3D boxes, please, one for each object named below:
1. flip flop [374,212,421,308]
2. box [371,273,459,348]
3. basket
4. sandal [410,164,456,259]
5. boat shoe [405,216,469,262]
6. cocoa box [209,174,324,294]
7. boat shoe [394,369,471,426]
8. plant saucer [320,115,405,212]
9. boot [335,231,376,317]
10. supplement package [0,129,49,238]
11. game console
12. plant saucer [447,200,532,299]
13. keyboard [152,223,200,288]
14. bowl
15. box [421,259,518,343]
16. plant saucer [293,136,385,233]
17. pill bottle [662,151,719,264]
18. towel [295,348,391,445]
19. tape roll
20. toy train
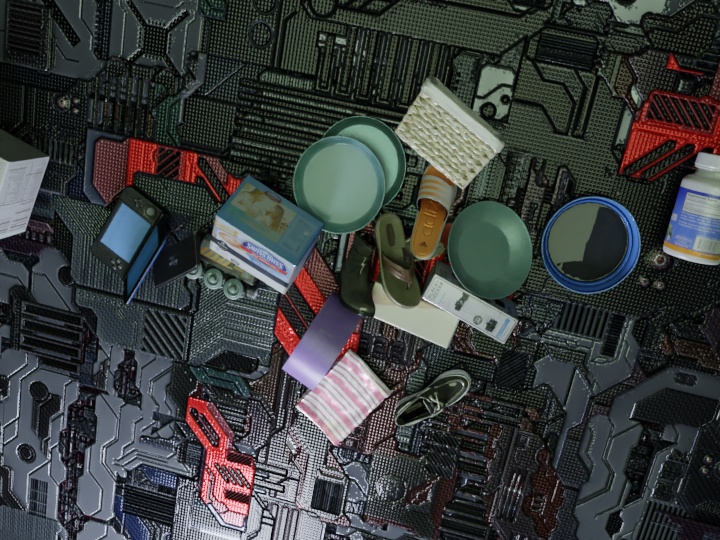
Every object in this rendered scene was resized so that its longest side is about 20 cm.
[{"bbox_3d":[0.080,-0.020,1.352,0.080,0.057,0.204,-13,94,-21],"label":"flip flop"},{"bbox_3d":[0.114,0.084,1.433,0.197,0.095,0.079,22,106,1],"label":"box"},{"bbox_3d":[0.176,-0.274,1.315,0.199,0.136,0.124,40,110,-3],"label":"basket"},{"bbox_3d":[0.152,-0.127,1.358,0.078,0.059,0.211,12,80,6],"label":"sandal"},{"bbox_3d":[0.140,-0.058,1.409,0.196,0.063,0.072,-19,99,12],"label":"boat shoe"},{"bbox_3d":[-0.200,-0.075,1.398,0.198,0.134,0.132,32,147,0],"label":"cocoa box"},{"bbox_3d":[0.165,0.296,1.492,0.198,0.064,0.071,-34,97,15],"label":"boat shoe"},{"bbox_3d":[0.000,-0.226,1.408,0.196,0.027,0.205,2,103,9],"label":"plant saucer"},{"bbox_3d":[0.000,0.000,1.381,0.067,0.201,0.133,13,112,-21],"label":"boot"},{"bbox_3d":[-0.835,-0.195,1.481,0.150,0.151,0.203,28,107,1],"label":"supplement package"},{"bbox_3d":[-0.525,-0.059,1.484,0.170,0.118,0.201,36,106,-2],"label":"game console"},{"bbox_3d":[0.265,-0.042,1.376,0.197,0.039,0.206,2,85,-18],"label":"plant saucer"},{"bbox_3d":[-0.413,-0.042,1.474,0.198,0.020,0.130,-19,73,43],"label":"keyboard"},{"bbox_3d":[0.475,-0.055,1.369,0.196,0.039,0.205,2,104,9],"label":"bowl"},{"bbox_3d":[0.231,0.063,1.396,0.198,0.117,0.061,29,109,2],"label":"box"},{"bbox_3d":[-0.044,-0.180,1.391,0.196,0.027,0.205,2,104,8],"label":"plant saucer"},{"bbox_3d":[0.673,-0.123,1.284,0.110,0.112,0.204,11,105,6],"label":"pill bottle"},{"bbox_3d":[-0.041,0.300,1.543,0.146,0.030,0.200,44,106,-4],"label":"towel"},{"bbox_3d":[-0.081,0.151,1.424,0.084,0.200,0.202,33,107,0],"label":"tape roll"},{"bbox_3d":[-0.309,-0.014,1.485,0.197,0.085,0.116,26,93,5],"label":"toy train"}]
